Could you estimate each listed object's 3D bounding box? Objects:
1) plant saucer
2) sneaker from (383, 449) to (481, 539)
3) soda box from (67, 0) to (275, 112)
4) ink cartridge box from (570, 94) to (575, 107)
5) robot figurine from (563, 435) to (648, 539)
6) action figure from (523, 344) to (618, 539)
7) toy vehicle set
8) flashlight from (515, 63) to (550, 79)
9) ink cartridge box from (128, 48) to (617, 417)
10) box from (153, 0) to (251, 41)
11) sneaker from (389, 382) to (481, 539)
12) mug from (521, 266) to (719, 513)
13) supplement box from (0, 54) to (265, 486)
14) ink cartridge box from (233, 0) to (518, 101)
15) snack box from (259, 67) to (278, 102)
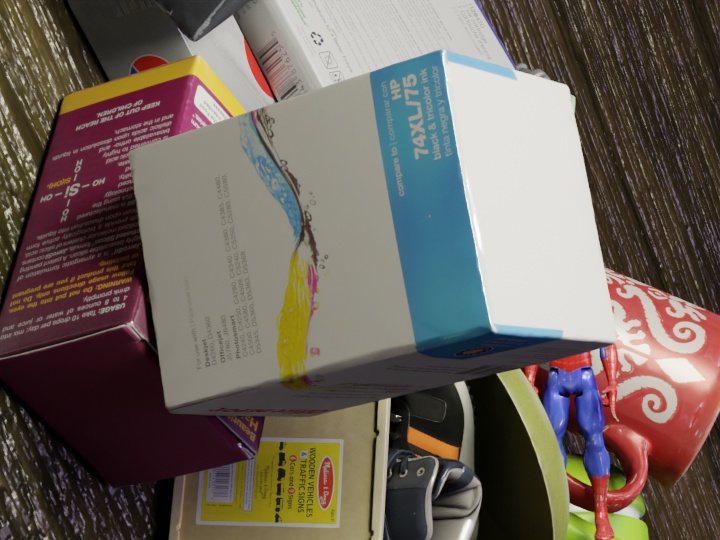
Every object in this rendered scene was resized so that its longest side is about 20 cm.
[{"bbox_3d":[0.085,0.118,1.584,0.031,0.200,0.201,-22,100,-22],"label":"plant saucer"},{"bbox_3d":[0.003,0.106,1.472,0.077,0.146,0.203,25,55,-54],"label":"sneaker"},{"bbox_3d":[-0.099,-0.105,1.459,0.201,0.063,0.068,64,30,-23],"label":"soda box"},{"bbox_3d":[0.061,-0.058,1.651,0.160,0.050,0.201,16,52,-8],"label":"ink cartridge box"},{"bbox_3d":[0.154,0.225,1.724,0.176,0.115,0.201,80,7,-69],"label":"robot figurine"},{"bbox_3d":[0.144,0.082,1.602,0.052,0.065,0.201,-11,99,-76],"label":"action figure"},{"bbox_3d":[-0.047,0.128,1.392,0.027,0.123,0.201,86,7,-61],"label":"toy vehicle set"},{"bbox_3d":[0.047,-0.067,1.604,0.068,0.200,0.068,49,-20,25],"label":"flashlight"},{"bbox_3d":[0.005,-0.012,1.248,0.146,0.199,0.147,7,70,-59],"label":"ink cartridge box"},{"bbox_3d":[-0.094,-0.271,1.400,0.198,0.123,0.200,45,34,-1],"label":"box"},{"bbox_3d":[0.026,0.129,1.547,0.090,0.070,0.201,-42,134,-39],"label":"sneaker"},{"bbox_3d":[0.156,0.063,1.688,0.199,0.134,0.178,26,27,0],"label":"mug"},{"bbox_3d":[-0.115,0.001,1.342,0.131,0.103,0.201,51,37,-39],"label":"supplement box"},{"bbox_3d":[-0.010,-0.185,1.552,0.200,0.047,0.198,-14,70,-52],"label":"ink cartridge box"},{"bbox_3d":[-0.053,-0.181,1.603,0.116,0.037,0.201,45,41,-43],"label":"snack box"}]
